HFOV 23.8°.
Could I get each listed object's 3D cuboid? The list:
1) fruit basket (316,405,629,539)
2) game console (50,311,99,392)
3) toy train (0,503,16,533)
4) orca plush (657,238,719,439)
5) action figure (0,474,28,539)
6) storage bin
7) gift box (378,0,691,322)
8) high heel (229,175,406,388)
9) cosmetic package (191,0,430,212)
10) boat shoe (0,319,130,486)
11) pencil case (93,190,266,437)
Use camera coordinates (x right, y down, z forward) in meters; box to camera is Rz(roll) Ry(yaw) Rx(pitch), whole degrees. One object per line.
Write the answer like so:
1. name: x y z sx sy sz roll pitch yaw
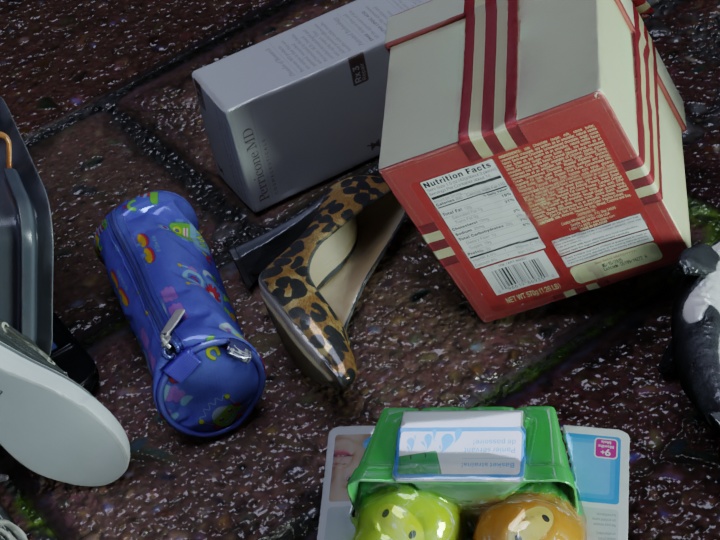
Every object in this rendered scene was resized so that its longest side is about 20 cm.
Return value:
1. fruit basket: 0.058 0.169 0.962 0.184 0.094 0.201 -1 46 13
2. game console: -0.306 0.032 1.181 0.175 0.117 0.200 -30 45 -18
3. toy train: -0.273 0.107 1.063 0.034 0.201 0.046 -31 5 47
4. orca plush: 0.225 0.058 1.083 0.105 0.071 0.201 27 42 -24
5. action figure: -0.245 0.186 0.997 0.118 0.102 0.202 -7 67 20
6. storage bin: -0.293 -0.034 1.158 0.133 0.146 0.200 -6 32 -22
7. gift box: 0.120 -0.090 1.168 0.183 0.200 0.188 -14 43 20
8. high heel: 0.000 0.000 1.171 0.142 0.072 0.200 -27 35 -7
9. cosmetic package: -0.019 -0.136 1.307 0.199 0.102 0.074 -28 43 -15
10. boat shoe: -0.224 0.065 1.081 0.069 0.200 0.057 -37 30 26
11. pencil case: -0.127 0.024 1.170 0.078 0.087 0.200 -36 42 6
